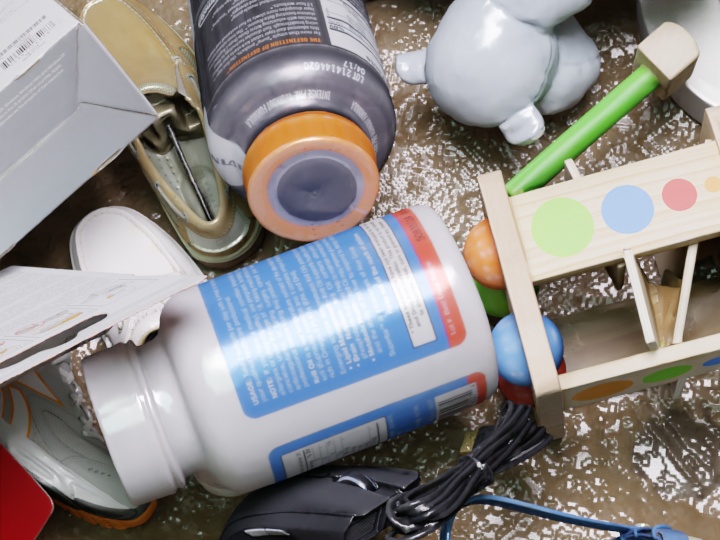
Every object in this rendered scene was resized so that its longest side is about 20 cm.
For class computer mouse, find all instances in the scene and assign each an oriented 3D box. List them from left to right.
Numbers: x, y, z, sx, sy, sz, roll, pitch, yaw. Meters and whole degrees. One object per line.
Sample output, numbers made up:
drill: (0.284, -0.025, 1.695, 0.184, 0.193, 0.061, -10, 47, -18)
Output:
computer mouse: (0.006, 0.111, 0.858, 0.140, 0.200, 0.046, -28, 91, -41)

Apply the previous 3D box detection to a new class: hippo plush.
hippo plush: (0.109, -0.150, 0.897, 0.159, 0.200, 0.161, 26, 113, 28)

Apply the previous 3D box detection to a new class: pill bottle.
pill bottle: (-0.038, 0.048, 0.837, 0.200, 0.112, 0.112, -20, 71, -7)
pill bottle: (-0.039, -0.106, 0.906, 0.106, 0.106, 0.200, -15, 42, 3)

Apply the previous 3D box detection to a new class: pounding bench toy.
pounding bench toy: (0.132, -0.026, 0.887, 0.156, 0.124, 0.200, -15, 71, 3)

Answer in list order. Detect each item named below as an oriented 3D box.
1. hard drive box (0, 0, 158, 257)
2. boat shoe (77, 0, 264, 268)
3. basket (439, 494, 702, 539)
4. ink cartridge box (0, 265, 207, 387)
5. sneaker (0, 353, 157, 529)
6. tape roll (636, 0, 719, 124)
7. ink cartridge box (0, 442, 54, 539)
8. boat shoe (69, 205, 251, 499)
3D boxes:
hard drive box: (-0.228, -0.096, 0.932, 0.156, 0.077, 0.200, -41, 37, -5)
boat shoe: (-0.120, -0.098, 0.970, 0.072, 0.076, 0.200, -34, 70, -1)
basket: (0.131, 0.211, 0.796, 0.200, 0.139, 0.177, 11, 71, -10)
ink cartridge box: (-0.186, 0.050, 0.798, 0.162, 0.057, 0.200, -29, 23, -36)
sneaker: (-0.189, 0.069, 0.931, 0.200, 0.076, 0.092, 33, 74, 14)
tape roll: (0.266, -0.168, 0.961, 0.202, 0.037, 0.203, -2, 71, 7)
ink cartridge box: (-0.294, 0.133, 0.883, 0.200, 0.084, 0.176, 41, 108, 18)
boat shoe: (-0.111, 0.036, 0.930, 0.071, 0.069, 0.200, -34, 71, -4)
